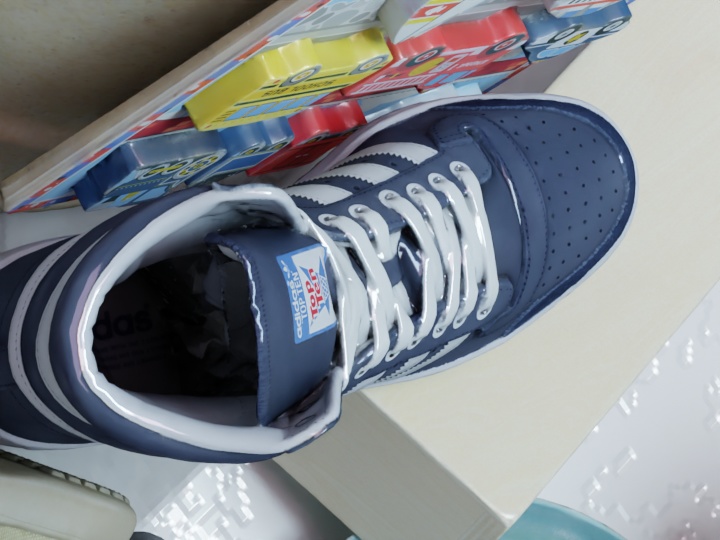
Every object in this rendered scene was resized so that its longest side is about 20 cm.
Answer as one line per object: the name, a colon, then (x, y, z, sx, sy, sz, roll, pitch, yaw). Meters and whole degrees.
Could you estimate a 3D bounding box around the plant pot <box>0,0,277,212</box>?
plant pot: (-0.055, -0.129, 0.771, 0.199, 0.183, 0.202, 6, 79, -31)

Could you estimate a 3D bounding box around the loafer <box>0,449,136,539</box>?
loafer: (-0.129, 0.067, 0.729, 0.200, 0.075, 0.069, 23, 81, -52)

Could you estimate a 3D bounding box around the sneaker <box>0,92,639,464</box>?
sneaker: (0.000, 0.000, 0.742, 0.199, 0.108, 0.070, -18, 94, -22)

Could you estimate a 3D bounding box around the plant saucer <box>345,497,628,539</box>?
plant saucer: (0.035, 0.166, 0.873, 0.199, 0.027, 0.201, 6, 79, -32)

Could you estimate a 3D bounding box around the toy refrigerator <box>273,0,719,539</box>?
toy refrigerator: (0.060, -0.002, 0.880, 0.076, 0.070, 0.200, 41, 57, 3)

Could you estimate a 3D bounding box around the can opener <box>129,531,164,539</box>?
can opener: (-0.089, 0.165, 0.789, 0.200, 0.053, 0.067, -55, 143, -28)

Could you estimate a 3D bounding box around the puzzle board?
puzzle board: (0.018, -0.060, 0.792, 0.200, 0.150, 0.017, -16, 79, -54)
